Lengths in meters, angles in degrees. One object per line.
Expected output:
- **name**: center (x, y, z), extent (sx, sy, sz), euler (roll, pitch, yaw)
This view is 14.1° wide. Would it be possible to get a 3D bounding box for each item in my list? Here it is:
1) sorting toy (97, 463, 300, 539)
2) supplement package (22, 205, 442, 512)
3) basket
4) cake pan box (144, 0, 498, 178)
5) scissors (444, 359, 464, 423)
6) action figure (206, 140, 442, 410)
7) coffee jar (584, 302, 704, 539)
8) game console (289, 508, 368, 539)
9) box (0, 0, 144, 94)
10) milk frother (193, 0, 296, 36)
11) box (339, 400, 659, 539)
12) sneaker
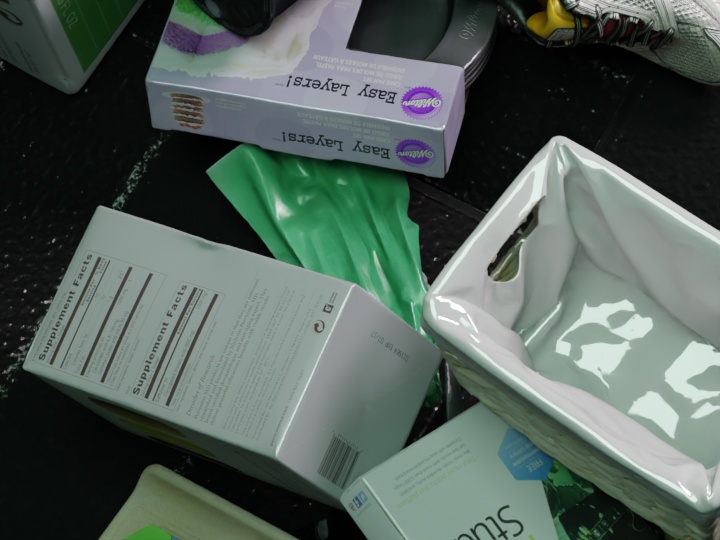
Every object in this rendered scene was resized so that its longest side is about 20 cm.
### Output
- **sorting toy**: center (-0.114, 0.225, 1.673), extent (0.185, 0.036, 0.200), euler (25, 75, 34)
- **supplement package**: center (-0.075, 0.052, 1.683), extent (0.200, 0.114, 0.110), euler (16, 77, 37)
- **basket**: center (0.151, 0.046, 1.589), extent (0.200, 0.123, 0.136), euler (35, 78, 19)
- **cake pan box**: center (-0.014, -0.153, 1.798), extent (0.200, 0.052, 0.184), euler (11, 56, 11)
- **scissors**: center (0.063, 0.131, 1.672), extent (0.073, 0.014, 0.200), euler (21, 54, -13)
- **action figure**: center (0.000, 0.000, 1.759), extent (0.118, 0.055, 0.200), euler (-25, 64, -4)
- **coffee jar**: center (0.195, 0.087, 1.681), extent (0.104, 0.085, 0.200), euler (-25, 67, -10)
- **game console**: center (0.054, 0.229, 1.684), extent (0.176, 0.116, 0.200), euler (-30, 64, 29)
- **box**: center (-0.226, -0.254, 1.812), extent (0.200, 0.199, 0.171), euler (29, 75, 16)
- **milk frother**: center (-0.007, -0.247, 1.712), extent (0.188, 0.181, 0.200), euler (-38, 42, -23)
- **box**: center (0.101, 0.170, 1.636), extent (0.144, 0.036, 0.200), euler (-30, 80, -36)
- **sneaker**: center (0.140, -0.160, 1.764), extent (0.200, 0.078, 0.082), euler (25, 55, -4)
